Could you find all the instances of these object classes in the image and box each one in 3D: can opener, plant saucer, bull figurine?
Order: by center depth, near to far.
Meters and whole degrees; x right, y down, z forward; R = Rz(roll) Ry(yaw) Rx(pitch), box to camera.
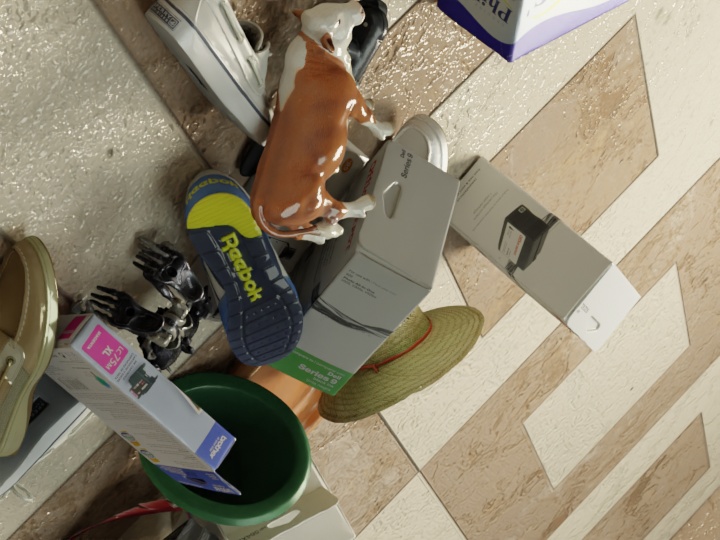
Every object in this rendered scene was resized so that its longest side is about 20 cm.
[{"bbox_3d":[-0.031,-0.117,1.312,0.121,0.065,0.202,26,81,-43],"label":"bull figurine"},{"bbox_3d":[-0.038,-0.149,1.398,0.078,0.063,0.201,12,116,-55],"label":"can opener"},{"bbox_3d":[-0.090,0.129,1.705,0.199,0.037,0.201,-35,150,-24],"label":"plant saucer"}]

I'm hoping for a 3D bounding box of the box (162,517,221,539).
[{"bbox_3d":[-0.224,0.346,1.642,0.162,0.049,0.200,-58,-173,-28],"label":"box"}]

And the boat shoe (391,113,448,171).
[{"bbox_3d":[0.023,-0.062,1.589,0.069,0.071,0.201,-18,141,-47],"label":"boat shoe"}]

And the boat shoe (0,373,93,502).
[{"bbox_3d":[-0.303,0.157,1.400,0.202,0.074,0.086,-46,158,-27],"label":"boat shoe"}]

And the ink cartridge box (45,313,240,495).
[{"bbox_3d":[-0.186,0.112,1.346,0.200,0.119,0.042,47,65,-23],"label":"ink cartridge box"}]

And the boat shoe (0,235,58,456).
[{"bbox_3d":[-0.293,0.065,1.290,0.064,0.072,0.202,-1,123,-36],"label":"boat shoe"}]

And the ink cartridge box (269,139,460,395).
[{"bbox_3d":[0.000,0.000,1.489,0.200,0.084,0.147,-49,-161,47],"label":"ink cartridge box"}]

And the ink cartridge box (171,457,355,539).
[{"bbox_3d":[-0.102,0.273,1.694,0.128,0.126,0.200,-25,165,-25],"label":"ink cartridge box"}]

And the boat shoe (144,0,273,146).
[{"bbox_3d":[-0.103,-0.169,1.277,0.066,0.072,0.200,-46,147,-5],"label":"boat shoe"}]

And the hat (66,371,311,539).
[{"bbox_3d":[-0.165,0.214,1.612,0.177,0.198,0.167,116,-4,-48],"label":"hat"}]

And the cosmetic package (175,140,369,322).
[{"bbox_3d":[-0.080,-0.042,1.486,0.201,0.051,0.082,-55,153,12],"label":"cosmetic package"}]

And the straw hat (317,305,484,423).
[{"bbox_3d":[0.021,0.060,1.636,0.201,0.201,0.085,-39,110,-18],"label":"straw hat"}]

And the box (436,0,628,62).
[{"bbox_3d":[0.179,-0.321,1.454,0.183,0.105,0.201,-30,148,-31],"label":"box"}]

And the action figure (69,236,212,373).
[{"bbox_3d":[-0.183,0.032,1.380,0.119,0.102,0.200,-49,174,-15],"label":"action figure"}]

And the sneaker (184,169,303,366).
[{"bbox_3d":[-0.103,-0.004,1.417,0.073,0.082,0.201,-20,127,-6],"label":"sneaker"}]

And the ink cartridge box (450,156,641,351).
[{"bbox_3d":[0.197,-0.018,1.760,0.084,0.200,0.145,-49,153,2],"label":"ink cartridge box"}]
